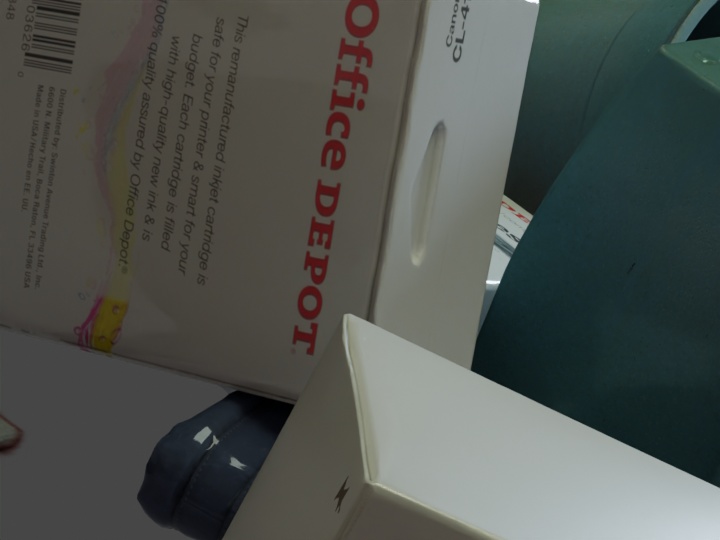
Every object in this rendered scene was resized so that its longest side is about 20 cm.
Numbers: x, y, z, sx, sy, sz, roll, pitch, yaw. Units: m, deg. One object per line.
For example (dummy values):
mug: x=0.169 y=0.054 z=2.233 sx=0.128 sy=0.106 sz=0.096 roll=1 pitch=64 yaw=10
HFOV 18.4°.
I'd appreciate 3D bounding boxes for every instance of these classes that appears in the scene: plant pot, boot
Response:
plant pot: x=0.144 y=0.018 z=0.850 sx=0.141 sy=0.200 sz=0.141 roll=-10 pitch=39 yaw=-38
plant pot: x=0.142 y=-0.067 z=1.152 sx=0.200 sy=0.201 sz=0.196 roll=14 pitch=-1 yaw=-40
boot: x=0.004 y=0.066 z=0.759 sx=0.090 sy=0.073 sz=0.200 roll=31 pitch=13 yaw=14

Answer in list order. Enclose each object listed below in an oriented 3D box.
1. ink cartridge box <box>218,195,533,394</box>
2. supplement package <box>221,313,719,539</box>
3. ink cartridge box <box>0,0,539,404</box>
ink cartridge box: x=0.000 y=0.000 z=0.932 sx=0.146 sy=0.083 sz=0.200 roll=38 pitch=18 yaw=26
supplement package: x=0.059 y=0.120 z=0.604 sx=0.200 sy=0.121 sz=0.120 roll=26 pitch=16 yaw=-12
ink cartridge box: x=-0.055 y=-0.043 z=0.752 sx=0.199 sy=0.148 sz=0.086 roll=13 pitch=7 yaw=27
